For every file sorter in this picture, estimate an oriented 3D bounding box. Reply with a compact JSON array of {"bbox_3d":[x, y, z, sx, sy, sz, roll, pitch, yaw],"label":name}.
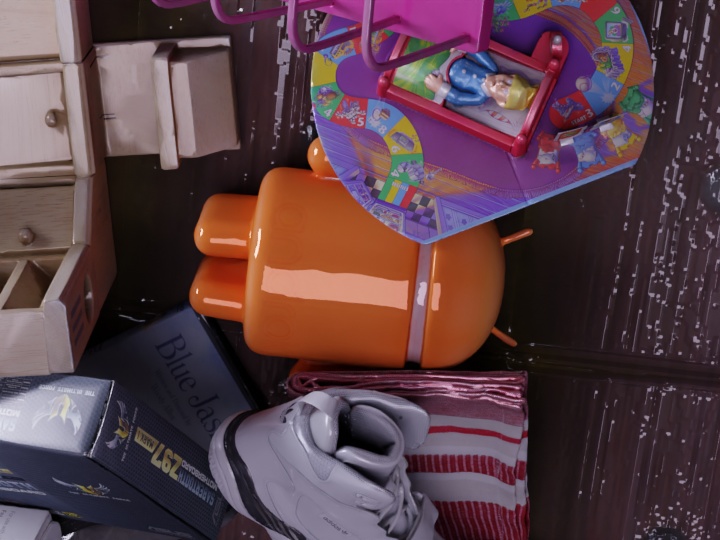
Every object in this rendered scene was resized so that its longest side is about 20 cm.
[{"bbox_3d":[-0.038,-0.198,1.149,0.199,0.125,0.140,19,115,29],"label":"file sorter"}]

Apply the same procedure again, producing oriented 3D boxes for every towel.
[{"bbox_3d":[0.033,0.127,1.323,0.143,0.023,0.200,0,141,5],"label":"towel"}]

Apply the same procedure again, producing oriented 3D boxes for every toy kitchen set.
[{"bbox_3d":[-0.159,-0.066,1.222,0.162,0.181,0.201,-3,109,3],"label":"toy kitchen set"}]

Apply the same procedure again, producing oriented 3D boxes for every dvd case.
[{"bbox_3d":[-0.155,0.118,1.382,0.199,0.018,0.143,-26,107,12],"label":"dvd case"}]

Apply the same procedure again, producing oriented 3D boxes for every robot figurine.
[{"bbox_3d":[0.000,0.002,1.276,0.199,0.117,0.144,6,72,1],"label":"robot figurine"}]

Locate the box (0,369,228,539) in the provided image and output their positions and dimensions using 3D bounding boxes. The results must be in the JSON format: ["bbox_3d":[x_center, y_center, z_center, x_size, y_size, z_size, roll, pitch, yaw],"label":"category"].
[{"bbox_3d":[-0.196,0.103,1.258,0.199,0.051,0.158,5,158,26],"label":"box"}]

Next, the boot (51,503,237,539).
[{"bbox_3d":[-0.155,0.195,1.374,0.199,0.070,0.132,-9,115,19],"label":"boot"}]

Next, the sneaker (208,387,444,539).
[{"bbox_3d":[0.013,0.141,1.241,0.200,0.075,0.115,40,142,-15],"label":"sneaker"}]

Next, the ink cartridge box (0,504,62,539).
[{"bbox_3d":[-0.288,0.217,1.328,0.199,0.086,0.147,6,125,13],"label":"ink cartridge box"}]

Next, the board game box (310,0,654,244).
[{"bbox_3d":[0.070,-0.113,1.217,0.199,0.039,0.159,-21,81,-3],"label":"board game box"}]
